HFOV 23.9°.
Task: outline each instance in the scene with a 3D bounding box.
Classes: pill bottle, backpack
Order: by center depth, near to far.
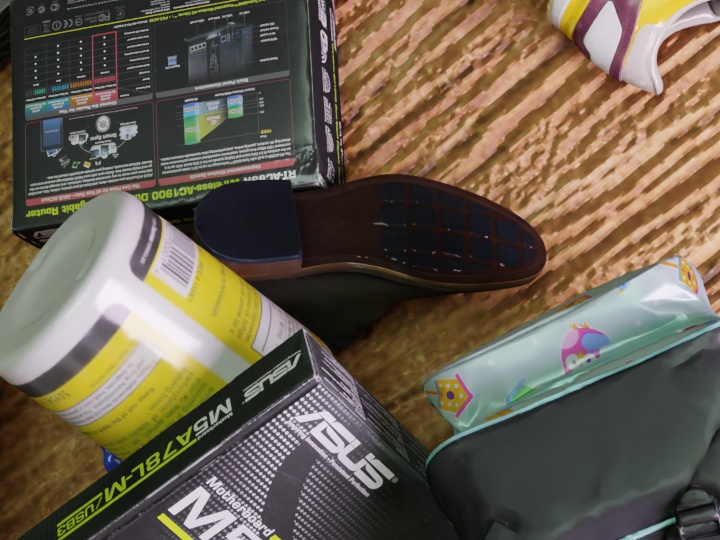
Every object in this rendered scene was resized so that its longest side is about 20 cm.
[{"bbox_3d":[0.133,0.090,0.828,0.175,0.200,0.154,-29,64,13],"label":"backpack"},{"bbox_3d":[-0.084,0.059,0.895,0.114,0.200,0.114,-40,25,24],"label":"pill bottle"}]

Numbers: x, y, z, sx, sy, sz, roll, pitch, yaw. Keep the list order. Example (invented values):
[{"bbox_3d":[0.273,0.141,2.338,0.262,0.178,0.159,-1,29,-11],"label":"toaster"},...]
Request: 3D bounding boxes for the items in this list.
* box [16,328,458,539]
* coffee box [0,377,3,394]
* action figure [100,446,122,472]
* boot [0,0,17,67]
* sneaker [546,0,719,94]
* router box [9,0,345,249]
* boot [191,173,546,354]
[{"bbox_3d":[-0.041,0.152,0.864,0.193,0.200,0.048,-34,34,13],"label":"box"},{"bbox_3d":[-0.269,0.145,0.974,0.079,0.114,0.201,8,78,1],"label":"coffee box"},{"bbox_3d":[-0.133,0.073,0.980,0.065,0.052,0.201,-12,79,19],"label":"action figure"},{"bbox_3d":[-0.307,-0.200,1.104,0.165,0.066,0.200,-38,72,-4],"label":"boot"},{"bbox_3d":[0.198,-0.191,0.949,0.090,0.075,0.200,42,97,13],"label":"sneaker"},{"bbox_3d":[-0.110,-0.099,1.020,0.199,0.062,0.151,-8,74,15],"label":"router box"},{"bbox_3d":[0.000,0.000,0.967,0.199,0.097,0.075,5,56,-9],"label":"boot"}]
